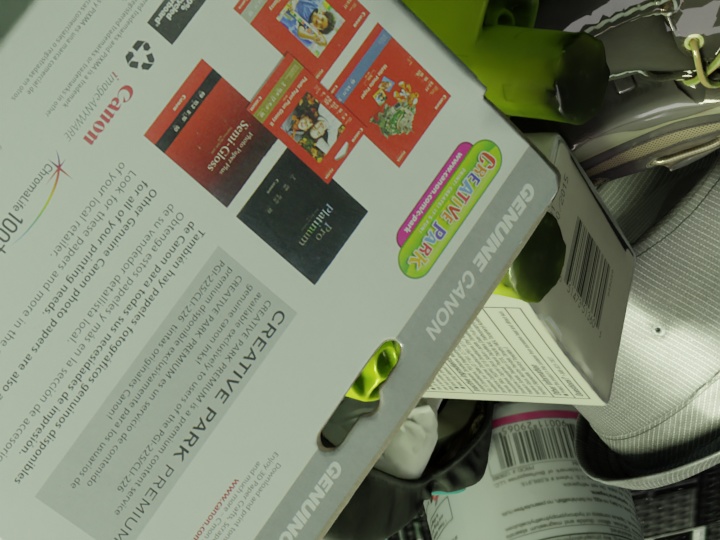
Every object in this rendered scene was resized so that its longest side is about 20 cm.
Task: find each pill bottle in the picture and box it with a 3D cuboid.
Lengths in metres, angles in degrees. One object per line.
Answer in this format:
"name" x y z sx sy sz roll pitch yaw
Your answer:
"pill bottle" 0.103 0.179 0.995 0.113 0.201 0.114 -8 145 -6

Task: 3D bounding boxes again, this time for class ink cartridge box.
"ink cartridge box" -0.063 -0.007 0.569 0.175 0.084 0.200 42 79 -28

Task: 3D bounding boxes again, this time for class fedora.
"fedora" 0.145 0.004 0.834 0.090 0.177 0.200 39 134 -14

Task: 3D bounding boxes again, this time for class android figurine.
"android figurine" -0.005 -0.048 0.678 0.199 0.183 0.041 9 174 42

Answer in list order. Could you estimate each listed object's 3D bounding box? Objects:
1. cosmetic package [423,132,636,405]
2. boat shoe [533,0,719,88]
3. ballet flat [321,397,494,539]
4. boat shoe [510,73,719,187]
"cosmetic package" 0.000 0.000 0.762 0.199 0.071 0.105 2 153 28
"boat shoe" 0.138 -0.105 0.695 0.200 0.061 0.072 -26 165 -5
"ballet flat" 0.015 0.082 0.907 0.069 0.068 0.200 -67 162 14
"boat shoe" 0.130 -0.083 0.770 0.199 0.075 0.073 -16 163 6
